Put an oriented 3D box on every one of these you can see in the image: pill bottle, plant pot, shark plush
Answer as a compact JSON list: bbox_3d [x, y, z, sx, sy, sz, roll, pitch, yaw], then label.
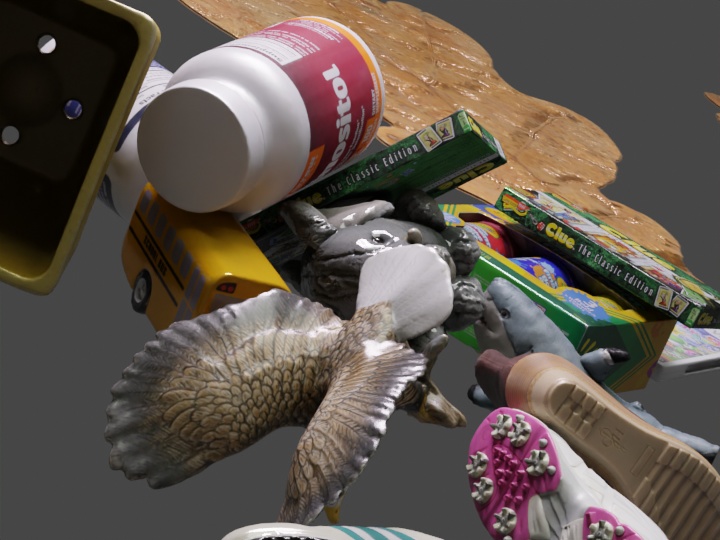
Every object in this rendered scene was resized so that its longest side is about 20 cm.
[{"bbox_3d":[-0.069,-0.105,1.446,0.112,0.114,0.200,28,26,15],"label":"pill bottle"},{"bbox_3d":[-0.248,-0.120,1.433,0.194,0.195,0.200,23,8,-1],"label":"plant pot"},{"bbox_3d":[-0.163,-0.096,1.588,0.200,0.112,0.111,37,21,36],"label":"pill bottle"},{"bbox_3d":[0.163,0.087,1.517,0.199,0.084,0.091,32,15,22],"label":"shark plush"}]

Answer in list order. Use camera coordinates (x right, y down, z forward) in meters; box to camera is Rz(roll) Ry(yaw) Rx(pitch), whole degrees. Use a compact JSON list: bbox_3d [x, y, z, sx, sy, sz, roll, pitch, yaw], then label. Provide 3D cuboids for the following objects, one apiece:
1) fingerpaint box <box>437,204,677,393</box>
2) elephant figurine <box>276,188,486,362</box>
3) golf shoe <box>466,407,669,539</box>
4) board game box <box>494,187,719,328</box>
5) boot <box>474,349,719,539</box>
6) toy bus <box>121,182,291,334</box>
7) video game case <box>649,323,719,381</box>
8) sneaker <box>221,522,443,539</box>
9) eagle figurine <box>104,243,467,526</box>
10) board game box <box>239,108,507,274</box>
[{"bbox_3d":[0.132,0.021,1.698,0.199,0.074,0.166,34,19,29],"label":"fingerpaint box"},{"bbox_3d":[0.000,0.000,1.459,0.142,0.155,0.200,51,15,16],"label":"elephant figurine"},{"bbox_3d":[0.137,0.161,1.309,0.091,0.076,0.200,26,17,-40],"label":"golf shoe"},{"bbox_3d":[0.213,-0.010,1.721,0.199,0.024,0.105,33,12,26],"label":"board game box"},{"bbox_3d":[0.168,0.128,1.423,0.200,0.072,0.166,46,-6,-10],"label":"boot"},{"bbox_3d":[-0.099,0.016,1.390,0.065,0.079,0.200,14,19,-28],"label":"toy bus"},{"bbox_3d":[0.252,0.049,1.873,0.143,0.018,0.199,32,18,27],"label":"video game case"},{"bbox_3d":[-0.003,0.169,1.105,0.198,0.071,0.093,12,2,-29],"label":"sneaker"},{"bbox_3d":[-0.025,0.079,1.205,0.199,0.151,0.152,-8,72,-53],"label":"eagle figurine"},{"bbox_3d":[0.005,-0.055,1.549,0.024,0.199,0.105,68,13,19],"label":"board game box"}]
